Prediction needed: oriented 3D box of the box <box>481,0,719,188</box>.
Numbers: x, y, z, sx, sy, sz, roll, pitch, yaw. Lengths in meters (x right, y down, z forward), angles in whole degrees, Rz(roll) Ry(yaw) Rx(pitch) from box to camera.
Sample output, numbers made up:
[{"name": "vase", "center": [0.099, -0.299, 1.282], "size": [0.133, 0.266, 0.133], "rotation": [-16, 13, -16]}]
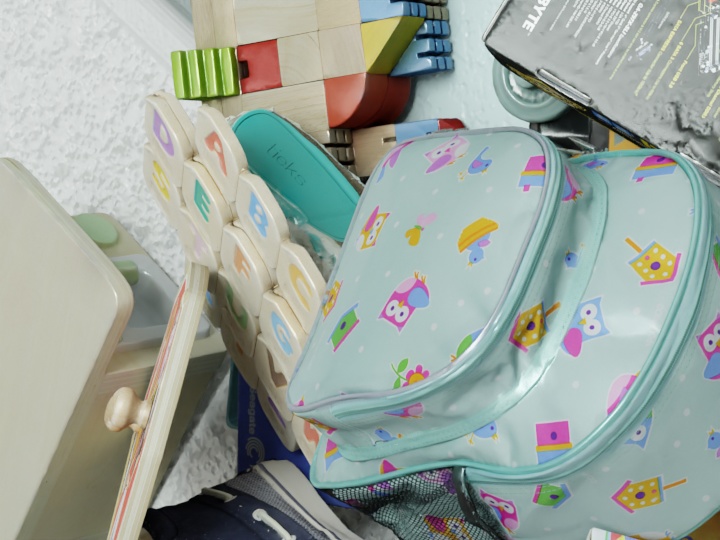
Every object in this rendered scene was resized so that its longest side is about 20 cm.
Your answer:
[{"name": "box", "center": [0.170, -0.140, 1.041], "size": [0.159, 0.049, 0.201], "rotation": [32, 93, 16]}]

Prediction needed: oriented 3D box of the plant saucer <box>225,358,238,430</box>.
[{"name": "plant saucer", "center": [0.008, 0.068, 1.278], "size": [0.199, 0.019, 0.070], "rotation": [12, 101, 40]}]

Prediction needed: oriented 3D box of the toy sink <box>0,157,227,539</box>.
[{"name": "toy sink", "center": [-0.163, 0.045, 1.361], "size": [0.130, 0.112, 0.201], "rotation": [44, 124, 29]}]

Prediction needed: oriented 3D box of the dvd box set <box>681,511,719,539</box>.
[{"name": "dvd box set", "center": [0.124, 0.208, 1.119], "size": [0.146, 0.029, 0.201], "rotation": [-13, 85, -4]}]

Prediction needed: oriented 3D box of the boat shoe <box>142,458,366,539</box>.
[{"name": "boat shoe", "center": [-0.038, 0.165, 1.188], "size": [0.200, 0.092, 0.075], "rotation": [35, 137, 55]}]

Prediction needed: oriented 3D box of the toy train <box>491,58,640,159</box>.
[{"name": "toy train", "center": [0.126, -0.092, 1.131], "size": [0.113, 0.085, 0.201], "rotation": [5, 96, 30]}]

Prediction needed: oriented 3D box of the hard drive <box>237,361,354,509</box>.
[{"name": "hard drive", "center": [0.018, 0.059, 1.241], "size": [0.199, 0.025, 0.133], "rotation": [4, 95, 40]}]

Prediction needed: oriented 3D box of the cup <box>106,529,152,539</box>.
[{"name": "cup", "center": [-0.075, 0.245, 1.267], "size": [0.200, 0.200, 0.144], "rotation": [25, 134, 36]}]

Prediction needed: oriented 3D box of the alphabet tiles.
[{"name": "alphabet tiles", "center": [-0.056, 0.010, 1.198], "size": [0.200, 0.015, 0.196], "rotation": [58, 161, 18]}]

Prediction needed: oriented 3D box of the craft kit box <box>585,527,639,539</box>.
[{"name": "craft kit box", "center": [0.157, 0.213, 1.018], "size": [0.049, 0.199, 0.198], "rotation": [-82, 10, -50]}]

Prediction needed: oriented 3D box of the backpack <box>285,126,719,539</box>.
[{"name": "backpack", "center": [0.079, 0.028, 1.016], "size": [0.199, 0.153, 0.176], "rotation": [-2, 55, 42]}]

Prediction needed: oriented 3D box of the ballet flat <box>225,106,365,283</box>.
[{"name": "ballet flat", "center": [0.000, 0.000, 1.193], "size": [0.200, 0.072, 0.072], "rotation": [46, 120, 16]}]

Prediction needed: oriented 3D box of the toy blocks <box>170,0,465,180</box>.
[{"name": "toy blocks", "center": [-0.016, -0.122, 1.249], "size": [0.136, 0.100, 0.201], "rotation": [-7, 89, 29]}]

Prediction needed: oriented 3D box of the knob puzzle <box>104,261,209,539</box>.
[{"name": "knob puzzle", "center": [-0.113, 0.079, 1.200], "size": [0.030, 0.220, 0.221], "rotation": [16, 108, -5]}]
